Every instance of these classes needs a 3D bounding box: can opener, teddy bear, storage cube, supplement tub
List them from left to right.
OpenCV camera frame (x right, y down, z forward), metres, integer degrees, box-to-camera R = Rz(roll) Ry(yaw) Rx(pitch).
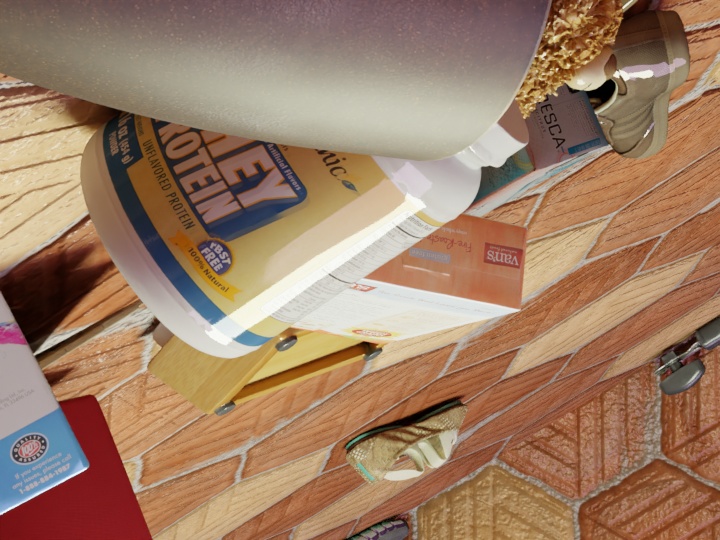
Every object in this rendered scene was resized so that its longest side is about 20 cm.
[{"bbox_3d":[-0.264,0.209,1.486,0.171,0.180,0.200,-29,168,33],"label":"storage cube"},{"bbox_3d":[-0.029,-0.062,1.098,0.200,0.145,0.145,-34,166,15],"label":"supplement tub"},{"bbox_3d":[0.073,-0.101,1.215,0.200,0.067,0.145,-31,169,11],"label":"teddy bear"},{"bbox_3d":[0.517,0.111,3.083,0.200,0.067,0.053,-33,167,13],"label":"can opener"}]

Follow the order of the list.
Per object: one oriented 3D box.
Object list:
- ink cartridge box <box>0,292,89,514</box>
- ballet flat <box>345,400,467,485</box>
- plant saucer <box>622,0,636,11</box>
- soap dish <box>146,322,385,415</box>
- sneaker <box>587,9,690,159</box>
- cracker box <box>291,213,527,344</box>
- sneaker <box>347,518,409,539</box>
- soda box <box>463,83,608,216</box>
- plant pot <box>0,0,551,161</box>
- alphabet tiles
[{"bbox_3d":[-0.231,0.033,1.050,0.115,0.200,0.068,-28,-154,-10],"label":"ink cartridge box"},{"bbox_3d":[0.063,0.206,2.470,0.200,0.065,0.071,-18,162,-43],"label":"ballet flat"},{"bbox_3d":[0.103,-0.162,1.262,0.200,0.030,0.200,-28,166,-8],"label":"plant saucer"},{"bbox_3d":[-0.038,0.025,1.542,0.200,0.081,0.157,-18,163,-38],"label":"soap dish"},{"bbox_3d":[0.180,-0.131,1.504,0.075,0.071,0.200,-9,161,-4],"label":"sneaker"},{"bbox_3d":[0.000,0.000,1.345,0.134,0.058,0.200,12,168,-23],"label":"cracker box"},{"bbox_3d":[0.005,0.440,3.168,0.200,0.088,0.074,-19,163,-37],"label":"sneaker"},{"bbox_3d":[0.071,-0.069,1.385,0.068,0.064,0.200,-21,176,-34],"label":"soda box"},{"bbox_3d":[-0.063,-0.129,0.763,0.200,0.187,0.187,-4,155,-30],"label":"plant pot"},{"bbox_3d":[-0.228,0.072,1.341,0.200,0.006,0.166,-26,-174,45],"label":"alphabet tiles"}]
